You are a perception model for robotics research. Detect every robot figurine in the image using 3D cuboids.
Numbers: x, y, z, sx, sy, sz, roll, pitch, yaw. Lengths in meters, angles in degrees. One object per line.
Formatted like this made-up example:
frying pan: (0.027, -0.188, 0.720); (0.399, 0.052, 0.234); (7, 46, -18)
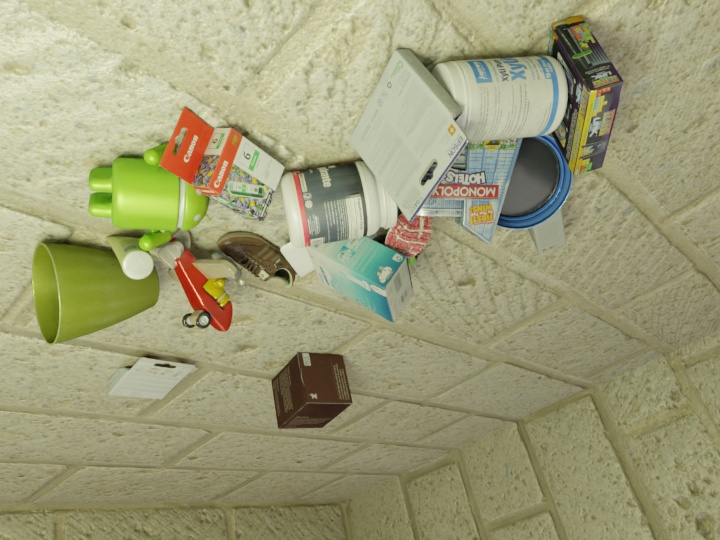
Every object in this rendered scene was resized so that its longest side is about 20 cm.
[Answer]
robot figurine: (-0.347, -0.127, 0.978); (0.199, 0.116, 0.177); (1, 114, -24)

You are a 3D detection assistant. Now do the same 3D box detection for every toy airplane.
toy airplane: (-0.318, 0.004, 1.175); (0.141, 0.200, 0.200); (-32, 152, -38)

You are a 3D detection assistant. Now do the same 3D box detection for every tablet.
tablet: (-0.065, -0.062, 1.265); (0.199, 0.014, 0.130); (-29, 147, 1)

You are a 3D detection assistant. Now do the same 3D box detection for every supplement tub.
supplement tub: (0.224, -0.282, 0.964); (0.198, 0.133, 0.132); (-8, 148, -13)
supplement tub: (-0.042, -0.126, 1.087); (0.198, 0.141, 0.141); (-11, 148, -8)

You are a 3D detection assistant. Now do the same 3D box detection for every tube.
tube: (-0.414, -0.034, 1.058); (0.052, 0.200, 0.058); (-44, 121, -9)

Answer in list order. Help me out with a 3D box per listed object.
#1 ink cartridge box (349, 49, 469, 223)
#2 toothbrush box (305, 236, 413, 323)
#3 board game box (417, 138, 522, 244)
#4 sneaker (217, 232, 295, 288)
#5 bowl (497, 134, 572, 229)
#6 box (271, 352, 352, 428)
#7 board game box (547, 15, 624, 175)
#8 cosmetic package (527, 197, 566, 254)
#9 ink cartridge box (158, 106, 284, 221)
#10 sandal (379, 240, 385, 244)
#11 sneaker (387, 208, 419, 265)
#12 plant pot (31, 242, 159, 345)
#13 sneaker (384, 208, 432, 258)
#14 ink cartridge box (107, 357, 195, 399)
ink cartridge box: (0.081, -0.214, 0.949); (0.040, 0.201, 0.200); (-19, 156, -37)
toothbrush box: (0.000, 0.000, 1.192); (0.085, 0.199, 0.147); (-53, 152, -21)
board game box: (0.190, -0.151, 1.083); (0.198, 0.201, 0.062); (-1, -169, -7)
sneaker: (-0.212, -0.020, 1.241); (0.070, 0.076, 0.199); (-36, 143, 30)
bowl: (0.317, -0.181, 1.159); (0.199, 0.039, 0.202); (1, 115, 1)
box: (-0.154, 0.374, 1.798); (0.163, 0.167, 0.200); (10, 142, -33)
board game box: (0.366, -0.289, 0.981); (0.056, 0.166, 0.200); (-16, 149, 3)
cosmetic package: (0.405, -0.131, 1.309); (0.074, 0.102, 0.200); (-22, 149, 11)
ink cartridge box: (-0.222, -0.171, 0.965); (0.050, 0.110, 0.200); (11, 167, 37)
sandal: (0.009, -0.017, 1.347); (0.199, 0.054, 0.080); (-19, 165, 2)
sneaker: (0.105, -0.102, 1.270); (0.084, 0.076, 0.201); (-45, 149, -28)
plant pot: (-0.505, 0.034, 1.133); (0.199, 0.188, 0.187); (-7, 151, -42)
sneaker: (0.112, -0.113, 1.154); (0.080, 0.075, 0.201); (26, 99, -11)
ink cartridge box: (-0.574, 0.284, 1.601); (0.162, 0.057, 0.200); (18, 127, -42)
